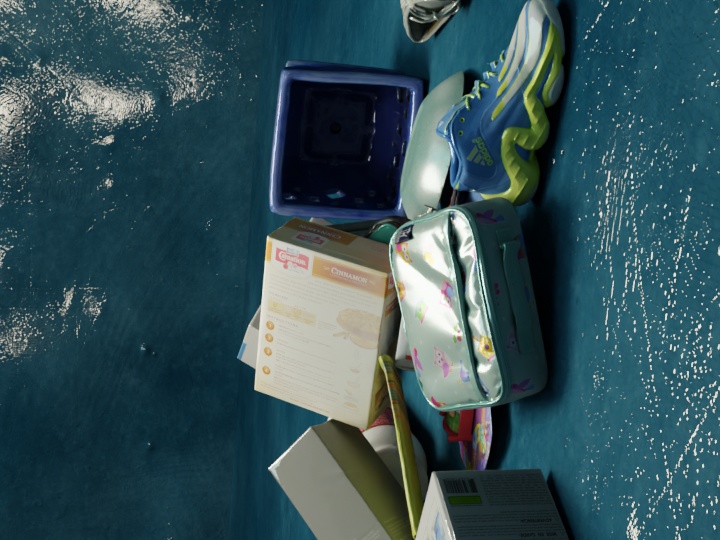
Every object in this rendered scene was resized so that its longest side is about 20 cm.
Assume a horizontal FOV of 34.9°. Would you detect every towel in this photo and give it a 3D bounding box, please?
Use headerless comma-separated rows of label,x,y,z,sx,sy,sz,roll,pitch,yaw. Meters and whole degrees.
towel,0.046,0.197,1.241,0.086,0.018,0.203,63,-165,-62

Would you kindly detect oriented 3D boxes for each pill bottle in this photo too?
pill bottle,0.022,0.241,1.472,0.200,0.110,0.114,-137,51,-74

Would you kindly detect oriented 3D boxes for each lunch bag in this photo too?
lunch bag,0.103,0.031,1.107,0.160,0.076,0.203,-16,86,62

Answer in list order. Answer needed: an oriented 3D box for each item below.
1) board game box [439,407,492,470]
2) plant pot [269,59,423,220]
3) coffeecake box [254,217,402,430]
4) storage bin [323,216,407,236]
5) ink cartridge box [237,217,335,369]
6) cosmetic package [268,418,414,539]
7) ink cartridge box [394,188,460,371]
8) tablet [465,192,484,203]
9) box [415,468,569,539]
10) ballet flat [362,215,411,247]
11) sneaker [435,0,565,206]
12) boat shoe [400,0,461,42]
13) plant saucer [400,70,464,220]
board game box,0.103,0.124,1.249,0.158,0.038,0.203,112,157,-71
plant pot,-0.027,-0.192,1.609,0.180,0.196,0.203,-107,22,-70
coffeecake box,-0.034,0.060,1.318,0.073,0.151,0.203,-40,-38,-57
storage bin,-0.005,0.032,1.485,0.146,0.197,0.136,112,147,-56
ink cartridge box,-0.062,0.058,1.651,0.202,0.145,0.147,-61,0,-26
cosmetic package,-0.003,0.273,1.310,0.090,0.106,0.201,-47,69,19
ink cartridge box,0.077,-0.012,1.289,0.163,0.049,0.203,-70,-16,-63
tablet,0.137,-0.012,1.226,0.131,0.013,0.203,109,160,-53
box,0.110,0.291,1.063,0.102,0.111,0.202,-106,22,-52
ballet flat,0.000,0.000,1.361,0.200,0.072,0.074,-40,41,33
sneaker,0.129,-0.159,1.083,0.076,0.103,0.203,-125,39,-70
boat shoe,0.086,-0.323,1.401,0.202,0.073,0.066,-151,58,-80
plant saucer,0.078,-0.141,1.360,0.201,0.038,0.204,-167,90,-86
